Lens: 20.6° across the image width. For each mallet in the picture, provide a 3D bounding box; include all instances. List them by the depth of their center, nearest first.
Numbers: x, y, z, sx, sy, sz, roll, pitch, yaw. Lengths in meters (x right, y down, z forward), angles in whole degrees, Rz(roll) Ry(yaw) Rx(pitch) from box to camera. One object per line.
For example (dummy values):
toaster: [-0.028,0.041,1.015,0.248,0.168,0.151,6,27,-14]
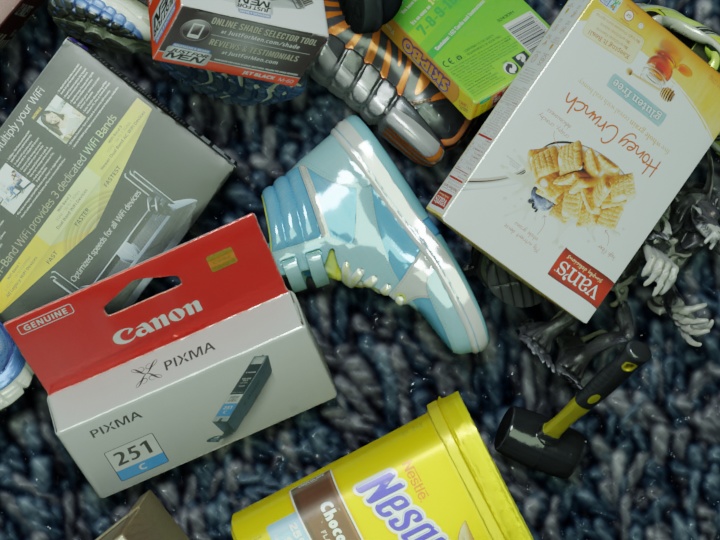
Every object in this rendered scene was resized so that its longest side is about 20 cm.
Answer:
mallet: [0.170,0.102,1.450,0.066,0.200,0.041,27,58,-14]

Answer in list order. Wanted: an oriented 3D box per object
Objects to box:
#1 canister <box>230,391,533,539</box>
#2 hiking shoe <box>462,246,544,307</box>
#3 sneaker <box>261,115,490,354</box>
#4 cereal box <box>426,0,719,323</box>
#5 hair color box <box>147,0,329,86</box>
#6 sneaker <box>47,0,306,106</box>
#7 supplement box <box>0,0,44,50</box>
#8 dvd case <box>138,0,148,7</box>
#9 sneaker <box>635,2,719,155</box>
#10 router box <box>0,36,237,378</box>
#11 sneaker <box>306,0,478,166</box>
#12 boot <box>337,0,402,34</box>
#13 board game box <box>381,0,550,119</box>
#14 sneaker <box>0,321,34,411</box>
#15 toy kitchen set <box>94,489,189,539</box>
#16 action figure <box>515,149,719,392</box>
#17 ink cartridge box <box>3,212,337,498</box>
canister: [0.019,0.203,1.495,0.199,0.087,0.149,-28,96,2]
hiking shoe: [0.141,-0.073,1.462,0.076,0.101,0.200,38,88,-27]
sneaker: [0.000,0.000,1.477,0.130,0.080,0.201,-33,87,-1]
cereal box: [0.158,-0.083,1.387,0.144,0.040,0.201,34,91,-23]
hair color box: [-0.093,-0.234,1.386,0.110,0.064,0.201,9,53,-25]
sneaker: [-0.123,-0.188,1.450,0.199,0.077,0.086,24,73,-19]
supplement box: [-0.352,-0.201,1.409,0.197,0.133,0.200,41,93,-6]
dvd case: [-0.170,-0.267,1.421,0.199,0.022,0.146,32,49,-5]
sneaker: [0.270,-0.131,1.477,0.199,0.076,0.076,27,92,-6]
router box: [-0.211,-0.047,1.472,0.157,0.052,0.200,38,93,-5]
sneaker: [0.014,-0.179,1.468,0.200,0.078,0.112,41,82,-7]
boot: [0.057,-0.255,1.402,0.167,0.201,0.077,-6,141,-10]
board game box: [0.051,-0.200,1.425,0.095,0.030,0.200,-31,69,-27]
sneaker: [-0.342,0.086,1.457,0.199,0.079,0.089,-29,113,2]
toy kitchen set: [-0.164,0.301,1.447,0.163,0.180,0.200,-39,92,3]
action figure: [0.215,0.006,1.471,0.200,0.102,0.119,-46,132,5]
ink cartridge box: [-0.135,0.067,1.443,0.199,0.045,0.177,-24,138,0]
